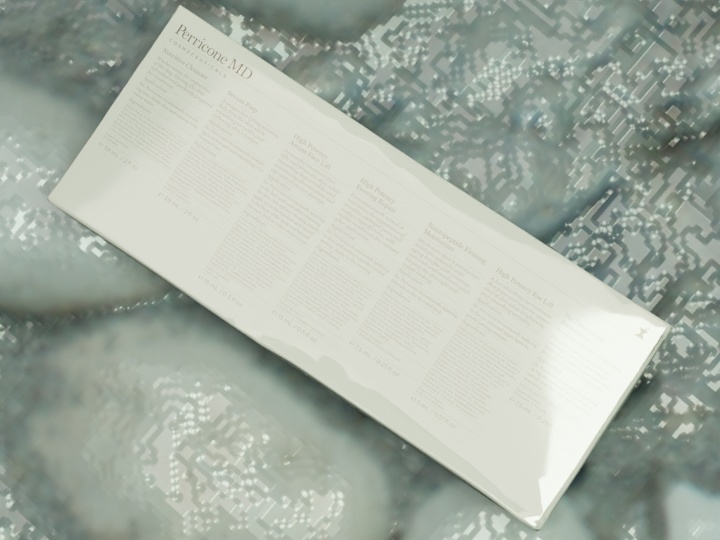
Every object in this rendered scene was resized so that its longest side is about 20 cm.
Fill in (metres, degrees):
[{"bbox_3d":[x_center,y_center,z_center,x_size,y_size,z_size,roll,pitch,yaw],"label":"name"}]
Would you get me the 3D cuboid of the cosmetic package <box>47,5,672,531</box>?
[{"bbox_3d":[0.000,0.000,0.768,0.200,0.051,0.083,34,88,8],"label":"cosmetic package"}]
